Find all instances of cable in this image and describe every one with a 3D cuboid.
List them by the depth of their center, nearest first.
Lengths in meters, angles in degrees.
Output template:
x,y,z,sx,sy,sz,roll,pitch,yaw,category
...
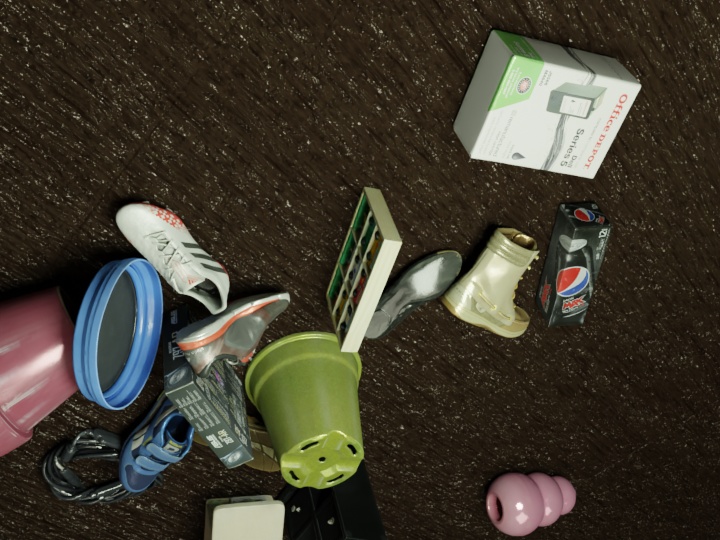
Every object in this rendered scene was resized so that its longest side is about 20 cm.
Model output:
x,y,z,sx,sy,sz,roll,pitch,yaw,category
-0.427,0.344,1.329,0.199,0.051,0.163,30,113,-35,cable

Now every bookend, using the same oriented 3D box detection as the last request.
x,y,z,sx,sy,sz,roll,pitch,yaw,category
-0.063,0.457,1.433,0.091,0.200,0.201,19,122,-31,bookend

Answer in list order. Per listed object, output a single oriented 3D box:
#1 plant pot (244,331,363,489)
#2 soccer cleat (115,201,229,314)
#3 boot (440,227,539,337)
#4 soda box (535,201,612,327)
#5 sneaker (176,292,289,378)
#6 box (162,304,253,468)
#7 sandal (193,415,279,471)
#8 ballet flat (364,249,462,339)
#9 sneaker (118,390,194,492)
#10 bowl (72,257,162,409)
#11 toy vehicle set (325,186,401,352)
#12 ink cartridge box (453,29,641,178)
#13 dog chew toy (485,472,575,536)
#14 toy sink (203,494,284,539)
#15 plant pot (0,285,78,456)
x,y,z,sx,sy,sz,roll,pitch,yaw,category
-0.076,0.232,1.255,0.198,0.185,0.202,-8,130,-9,plant pot
-0.247,-0.016,1.065,0.068,0.086,0.200,-33,130,12,soccer cleat
0.235,0.018,1.248,0.199,0.073,0.156,19,112,-40,boot
0.335,-0.007,1.256,0.062,0.071,0.202,-4,129,-9,soda box
-0.174,0.091,1.127,0.199,0.077,0.083,-28,105,-43,sneaker
-0.227,0.174,1.177,0.043,0.161,0.201,-22,132,3,box
-0.204,0.277,1.347,0.198,0.054,0.081,24,114,-15,sandal
0.074,0.033,1.236,0.199,0.057,0.067,-38,102,9,ballet flat
-0.320,0.277,1.258,0.074,0.082,0.201,25,100,-38,sneaker
-0.322,0.082,1.056,0.039,0.202,0.202,7,130,8,bowl
0.000,0.000,1.126,0.026,0.125,0.202,6,126,-21,toy vehicle set
0.245,-0.216,1.047,0.197,0.084,0.147,6,127,-21,ink cartridge box
0.359,0.473,1.632,0.198,0.125,0.126,-3,130,-24,dog chew toy
-0.218,0.487,1.455,0.129,0.112,0.203,0,109,-18,toy sink
-0.454,0.119,1.057,0.178,0.200,0.201,-28,133,-12,plant pot
